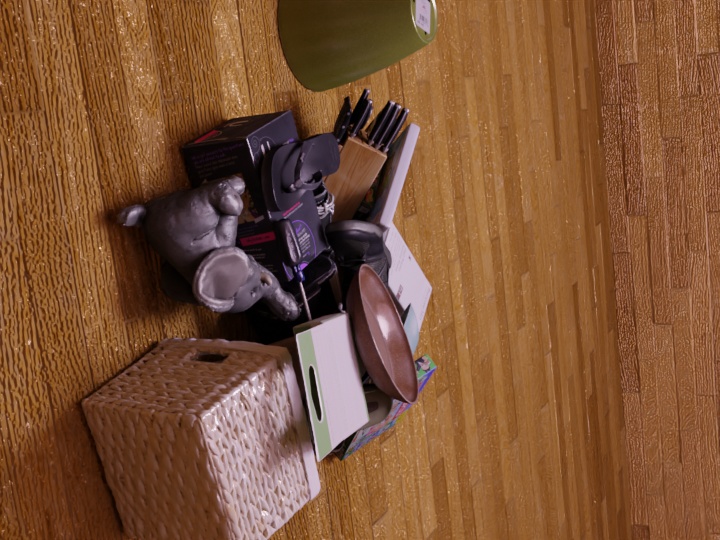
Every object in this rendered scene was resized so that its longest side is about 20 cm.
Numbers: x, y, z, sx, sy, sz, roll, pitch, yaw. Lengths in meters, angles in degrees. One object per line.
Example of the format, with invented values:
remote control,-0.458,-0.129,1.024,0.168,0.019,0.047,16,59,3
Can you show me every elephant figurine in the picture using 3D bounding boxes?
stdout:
elephant figurine,-0.175,-0.003,1.092,0.142,0.155,0.201,-77,153,-78

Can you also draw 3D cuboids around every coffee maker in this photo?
coffee maker,-0.082,0.105,1.263,0.192,0.134,0.200,-58,137,-43

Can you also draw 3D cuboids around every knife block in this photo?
knife block,0.006,-0.170,1.381,0.064,0.175,0.200,-95,167,-59

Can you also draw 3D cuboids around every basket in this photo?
basket,-0.179,0.201,1.028,0.161,0.198,0.200,-38,122,-50

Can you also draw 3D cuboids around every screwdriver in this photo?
screwdriver,-0.071,0.030,1.150,0.029,0.028,0.200,-31,107,-49

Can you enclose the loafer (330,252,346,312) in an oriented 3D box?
loafer,-0.006,0.060,1.420,0.073,0.071,0.201,169,-94,-83

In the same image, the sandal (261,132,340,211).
sandal,-0.070,-0.137,1.168,0.200,0.043,0.076,-48,129,-54

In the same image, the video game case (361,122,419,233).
video game case,0.026,-0.115,1.448,0.022,0.182,0.200,25,59,-13

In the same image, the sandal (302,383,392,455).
sandal,-0.038,0.205,1.191,0.201,0.057,0.080,-20,123,-24

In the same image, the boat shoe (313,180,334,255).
boat shoe,-0.073,-0.102,1.333,0.074,0.068,0.200,-31,117,-33

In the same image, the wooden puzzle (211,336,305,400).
wooden puzzle,-0.113,0.173,1.187,0.200,0.037,0.185,-14,120,-27

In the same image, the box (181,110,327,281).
box,-0.136,-0.096,1.199,0.122,0.106,0.200,-46,128,-54

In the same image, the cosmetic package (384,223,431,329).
cosmetic package,0.051,0.014,1.565,0.200,0.074,0.102,53,45,-44

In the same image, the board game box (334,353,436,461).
board game box,0.033,0.215,1.400,0.134,0.029,0.200,-28,158,-29

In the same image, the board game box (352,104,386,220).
board game box,0.011,-0.166,1.476,0.023,0.105,0.200,23,61,-18

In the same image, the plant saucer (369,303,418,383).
plant saucer,0.056,0.152,1.486,0.201,0.039,0.201,25,90,-89

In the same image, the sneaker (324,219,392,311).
sneaker,0.000,0.000,1.305,0.199,0.076,0.115,57,32,-66

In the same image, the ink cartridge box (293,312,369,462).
ink cartridge box,-0.048,0.134,1.067,0.200,0.048,0.146,-13,93,-71

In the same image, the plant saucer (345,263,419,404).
plant saucer,0.025,0.091,1.223,0.200,0.037,0.201,-22,90,-77

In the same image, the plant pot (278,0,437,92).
plant pot,0.010,-0.378,1.376,0.187,0.200,0.188,4,86,-61
